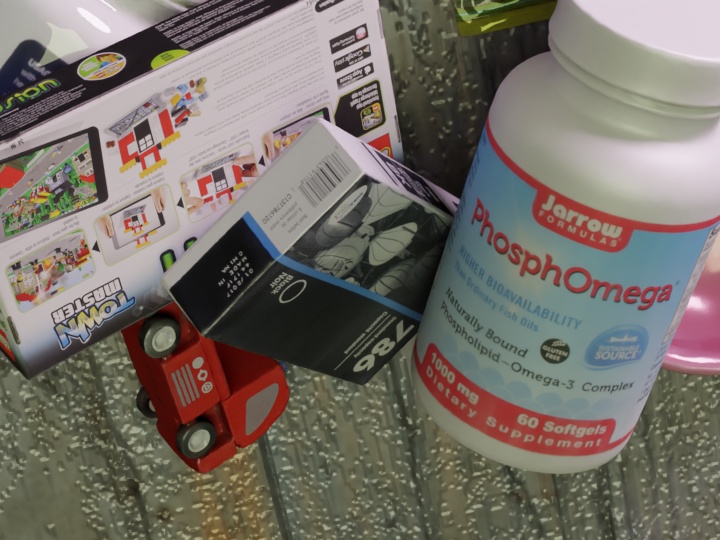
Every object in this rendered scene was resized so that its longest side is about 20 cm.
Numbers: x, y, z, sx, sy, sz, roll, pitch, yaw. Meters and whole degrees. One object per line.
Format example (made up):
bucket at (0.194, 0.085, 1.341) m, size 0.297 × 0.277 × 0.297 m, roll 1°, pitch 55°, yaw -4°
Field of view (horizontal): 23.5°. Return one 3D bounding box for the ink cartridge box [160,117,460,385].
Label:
ink cartridge box at (0.000, 0.000, 0.788) m, size 0.099 × 0.200 × 0.039 m, roll -46°, pitch 66°, yaw 11°

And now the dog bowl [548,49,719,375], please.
dog bowl at (0.171, -0.038, 0.843) m, size 0.199 × 0.074 × 0.201 m, roll -2°, pitch 112°, yaw -6°

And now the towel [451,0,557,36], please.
towel at (0.066, -0.206, 0.783) m, size 0.085 × 0.018 × 0.201 m, roll -15°, pitch 118°, yaw 2°

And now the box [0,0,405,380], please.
box at (-0.075, -0.048, 0.735) m, size 0.199 × 0.035 × 0.111 m, roll -29°, pitch 130°, yaw -23°

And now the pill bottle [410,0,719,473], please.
pill bottle at (0.095, -0.021, 0.736) m, size 0.108 × 0.109 × 0.201 m, roll 10°, pitch 122°, yaw -10°

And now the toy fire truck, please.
toy fire truck at (-0.057, -0.012, 0.829) m, size 0.141 × 0.049 × 0.201 m, roll -32°, pitch 130°, yaw -20°

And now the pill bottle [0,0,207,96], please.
pill bottle at (-0.148, -0.083, 0.768) m, size 0.111 × 0.111 × 0.200 m, roll 36°, pitch 104°, yaw -18°
